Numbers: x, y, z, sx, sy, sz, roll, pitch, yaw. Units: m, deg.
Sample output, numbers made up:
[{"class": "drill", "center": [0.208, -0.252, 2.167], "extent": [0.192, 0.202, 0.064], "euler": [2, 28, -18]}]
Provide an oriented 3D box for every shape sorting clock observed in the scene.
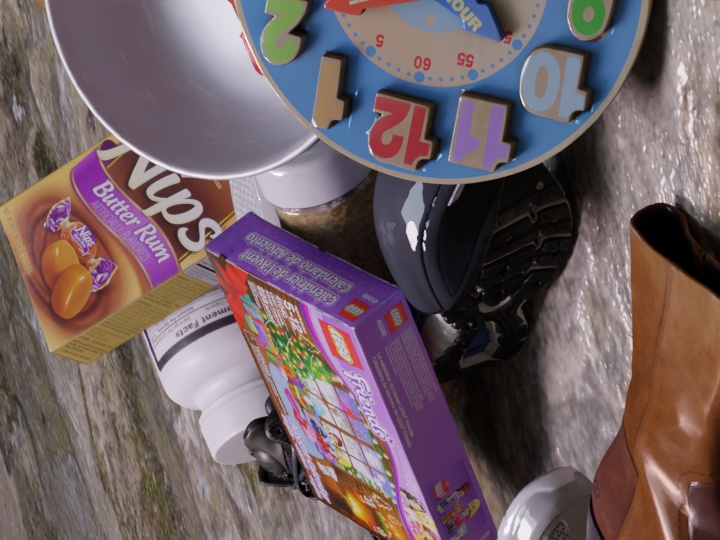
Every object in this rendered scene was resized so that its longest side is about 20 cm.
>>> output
[{"class": "shape sorting clock", "center": [0.034, -0.136, 1.142], "extent": [0.039, 0.199, 0.201], "euler": [-49, -48, -62]}]

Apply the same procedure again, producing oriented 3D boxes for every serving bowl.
[{"class": "serving bowl", "center": [-0.066, -0.152, 1.304], "extent": [0.199, 0.066, 0.201], "euler": [7, 106, 27]}]

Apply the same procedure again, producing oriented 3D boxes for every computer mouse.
[{"class": "computer mouse", "center": [0.032, -0.089, 1.242], "extent": [0.140, 0.046, 0.201], "euler": [44, 119, 53]}]

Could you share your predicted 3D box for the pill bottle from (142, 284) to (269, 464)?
[{"class": "pill bottle", "center": [-0.099, 0.027, 1.753], "extent": [0.112, 0.111, 0.201], "euler": [114, 137, -63]}]

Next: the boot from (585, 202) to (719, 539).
[{"class": "boot", "center": [0.168, 0.095, 1.142], "extent": [0.189, 0.068, 0.201], "euler": [-117, 27, -52]}]

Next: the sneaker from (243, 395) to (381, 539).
[{"class": "sneaker", "center": [-0.004, 0.133, 1.566], "extent": [0.076, 0.114, 0.200], "euler": [104, 143, -60]}]

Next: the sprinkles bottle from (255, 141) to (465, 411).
[{"class": "sprinkles bottle", "center": [0.000, 0.000, 1.432], "extent": [0.068, 0.068, 0.201], "euler": [48, 164, 54]}]

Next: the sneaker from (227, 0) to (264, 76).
[{"class": "sneaker", "center": [-0.073, -0.155, 1.225], "extent": [0.199, 0.078, 0.116], "euler": [14, 107, 27]}]

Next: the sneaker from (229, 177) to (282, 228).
[{"class": "sneaker", "center": [-0.043, -0.082, 1.549], "extent": [0.078, 0.079, 0.201], "euler": [-130, 27, -56]}]

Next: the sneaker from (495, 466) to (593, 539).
[{"class": "sneaker", "center": [0.127, 0.193, 1.325], "extent": [0.082, 0.075, 0.201], "euler": [23, 134, 49]}]

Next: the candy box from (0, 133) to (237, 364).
[{"class": "candy box", "center": [-0.136, -0.038, 1.689], "extent": [0.056, 0.199, 0.117], "euler": [28, -146, -62]}]

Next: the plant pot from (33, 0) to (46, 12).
[{"class": "plant pot", "center": [-0.139, -0.208, 1.610], "extent": [0.201, 0.186, 0.186], "euler": [57, 160, 6]}]

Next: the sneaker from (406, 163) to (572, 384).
[{"class": "sneaker", "center": [0.052, -0.016, 1.327], "extent": [0.089, 0.078, 0.200], "euler": [64, 160, 21]}]

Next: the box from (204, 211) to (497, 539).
[{"class": "box", "center": [-0.003, 0.072, 1.406], "extent": [0.137, 0.039, 0.201], "euler": [26, 147, 46]}]
